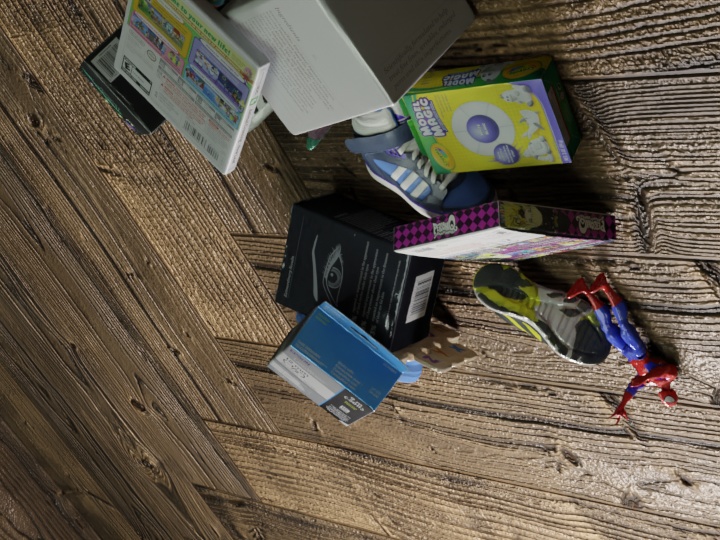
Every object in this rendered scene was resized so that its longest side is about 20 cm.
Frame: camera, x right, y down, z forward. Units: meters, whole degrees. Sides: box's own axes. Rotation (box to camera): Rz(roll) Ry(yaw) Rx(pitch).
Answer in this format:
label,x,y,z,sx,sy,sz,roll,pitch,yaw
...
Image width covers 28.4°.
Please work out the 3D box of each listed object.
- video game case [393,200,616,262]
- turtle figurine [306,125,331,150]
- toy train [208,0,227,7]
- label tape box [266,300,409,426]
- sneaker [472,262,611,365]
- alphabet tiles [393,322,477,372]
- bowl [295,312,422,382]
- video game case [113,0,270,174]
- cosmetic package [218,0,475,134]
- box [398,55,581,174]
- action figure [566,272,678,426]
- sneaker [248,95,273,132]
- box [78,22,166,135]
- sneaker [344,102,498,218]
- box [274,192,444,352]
label,x,y,z,sx,sy,sz,roll,pitch,yaw
video game case,0.167,-0.043,1.664,0.180,0.036,0.199,5,170,-34
turtle figurine,-0.118,-0.233,1.664,0.199,0.150,0.101,37,134,-16
toy train,-0.187,-0.385,1.708,0.149,0.056,0.201,18,143,35
label tape box,-0.032,0.126,1.872,0.143,0.066,0.200,38,160,-4
sneaker,0.231,0.051,1.811,0.199,0.075,0.085,33,179,-2
alphabet tiles,0.056,0.091,1.954,0.194,0.199,0.015,25,110,24
bowl,0.004,0.092,2.031,0.199,0.040,0.201,26,-169,-6
video game case,-0.194,-0.233,1.602,0.200,0.022,0.183,44,142,15
cosmetic package,-0.020,-0.274,1.550,0.199,0.165,0.166,-7,126,54
box,0.134,-0.170,1.585,0.198,0.049,0.118,-2,131,33
action figure,0.320,0.110,1.747,0.200,0.099,0.065,48,150,-17
sneaker,-0.134,-0.258,1.812,0.112,0.073,0.200,48,142,-7
box,-0.264,-0.264,1.805,0.124,0.148,0.200,48,174,-12
sneaker,0.071,-0.147,1.700,0.199,0.081,0.147,29,153,30
box,0.000,0.000,1.900,0.199,0.104,0.149,25,114,28
